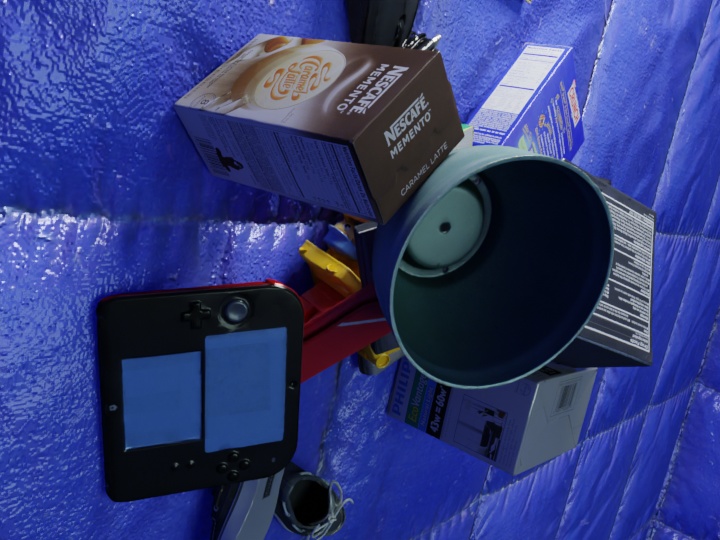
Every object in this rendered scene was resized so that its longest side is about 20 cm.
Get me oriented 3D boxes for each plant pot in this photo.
[{"bbox_3d":[0.092,-0.019,0.661,0.199,0.134,0.201,-9,117,-18],"label":"plant pot"}]

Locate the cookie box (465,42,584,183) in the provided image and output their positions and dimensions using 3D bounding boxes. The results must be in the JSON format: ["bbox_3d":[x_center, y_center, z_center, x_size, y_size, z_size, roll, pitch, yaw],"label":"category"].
[{"bbox_3d":[0.219,-0.173,1.039,0.200,0.075,0.172,-53,142,-22],"label":"cookie box"}]

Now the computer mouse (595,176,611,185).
[{"bbox_3d":[0.253,-0.070,1.093,0.140,0.046,0.200,-38,179,-36],"label":"computer mouse"}]

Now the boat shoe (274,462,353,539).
[{"bbox_3d":[-0.058,0.271,0.901,0.075,0.062,0.200,-55,143,-22],"label":"boat shoe"}]

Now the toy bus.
[{"bbox_3d":[0.000,0.000,0.806,0.191,0.136,0.201,-31,130,-21],"label":"toy bus"}]

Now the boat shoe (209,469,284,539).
[{"bbox_3d":[-0.122,0.226,0.800,0.069,0.056,0.201,10,99,-64],"label":"boat shoe"}]

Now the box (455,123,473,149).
[{"bbox_3d":[0.086,-0.069,0.940,0.117,0.048,0.201,-29,126,-43],"label":"box"}]

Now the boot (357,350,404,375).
[{"bbox_3d":[0.098,0.073,0.951,0.200,0.131,0.070,-42,137,-33],"label":"boot"}]

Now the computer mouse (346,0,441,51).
[{"bbox_3d":[0.032,-0.270,0.762,0.138,0.053,0.201,-43,137,-31],"label":"computer mouse"}]

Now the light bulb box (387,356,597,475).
[{"bbox_3d":[0.178,0.163,1.044,0.198,0.199,0.126,1,105,-53],"label":"light bulb box"}]

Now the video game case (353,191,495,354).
[{"bbox_3d":[0.095,-0.007,0.765,0.199,0.019,0.144,-18,124,-15],"label":"video game case"}]

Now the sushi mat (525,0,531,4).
[{"bbox_3d":[0.171,-0.395,0.919,0.199,0.012,0.096,3,106,-53],"label":"sushi mat"}]

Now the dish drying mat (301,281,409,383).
[{"bbox_3d":[-0.038,0.074,0.746,0.200,0.018,0.077,-33,144,27],"label":"dish drying mat"}]

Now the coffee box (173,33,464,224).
[{"bbox_3d":[-0.035,-0.120,0.616,0.114,0.199,0.080,-50,137,-27],"label":"coffee box"}]

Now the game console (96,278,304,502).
[{"bbox_3d":[-0.138,0.107,0.686,0.176,0.031,0.201,-6,113,-26],"label":"game console"}]

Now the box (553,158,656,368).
[{"bbox_3d":[0.250,0.002,0.935,0.199,0.123,0.200,20,69,-35],"label":"box"}]
